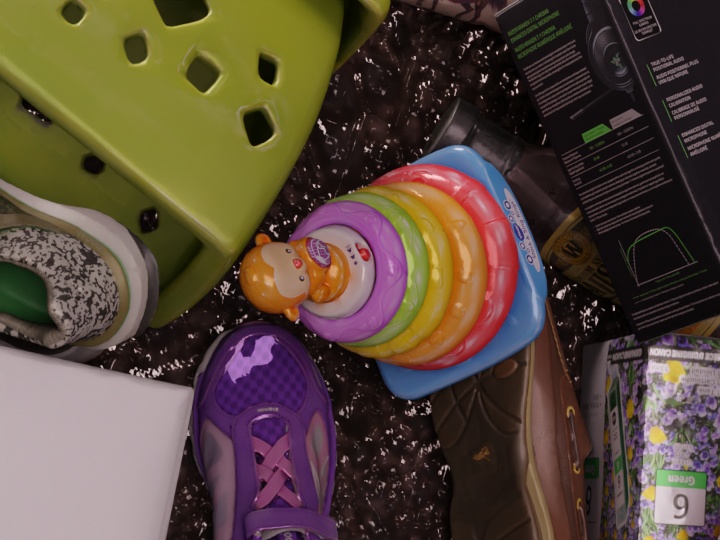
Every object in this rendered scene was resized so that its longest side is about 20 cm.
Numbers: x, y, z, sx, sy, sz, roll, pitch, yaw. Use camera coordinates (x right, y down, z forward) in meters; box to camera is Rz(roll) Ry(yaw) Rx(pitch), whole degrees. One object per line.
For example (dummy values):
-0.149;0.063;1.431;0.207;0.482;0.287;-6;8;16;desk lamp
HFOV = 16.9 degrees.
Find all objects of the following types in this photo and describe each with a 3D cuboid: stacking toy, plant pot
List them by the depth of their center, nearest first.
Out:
0.000;0.000;1.207;0.109;0.200;0.117;-28;76;27;stacking toy
-0.109;-0.113;1.211;0.200;0.199;0.182;38;71;-6;plant pot

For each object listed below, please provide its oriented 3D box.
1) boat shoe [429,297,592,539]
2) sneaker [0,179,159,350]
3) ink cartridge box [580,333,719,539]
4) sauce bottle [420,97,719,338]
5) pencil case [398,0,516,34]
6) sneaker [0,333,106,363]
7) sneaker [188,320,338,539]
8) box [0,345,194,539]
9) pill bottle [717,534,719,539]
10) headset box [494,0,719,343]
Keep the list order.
0.085;0.086;1.300;0.067;0.072;0.202;10;70;-46;boat shoe
-0.198;-0.012;1.142;0.199;0.089;0.077;17;109;14;sneaker
0.150;0.137;1.281;0.050;0.109;0.202;5;83;-12;ink cartridge box
0.125;-0.024;1.317;0.199;0.066;0.066;30;79;-6;sauce bottle
0.058;-0.180;1.309;0.199;0.078;0.090;17;95;-10;pencil case
-0.216;0.001;1.242;0.199;0.085;0.073;27;85;13;sneaker
-0.045;0.125;1.251;0.080;0.088;0.202;1;83;-11;sneaker
-0.196;0.093;1.187;0.199;0.152;0.107;13;81;-10;box
0.261;0.120;1.266;0.113;0.112;0.200;48;34;-4;pill bottle
0.188;-0.091;1.238;0.173;0.093;0.201;-22;88;-31;headset box
